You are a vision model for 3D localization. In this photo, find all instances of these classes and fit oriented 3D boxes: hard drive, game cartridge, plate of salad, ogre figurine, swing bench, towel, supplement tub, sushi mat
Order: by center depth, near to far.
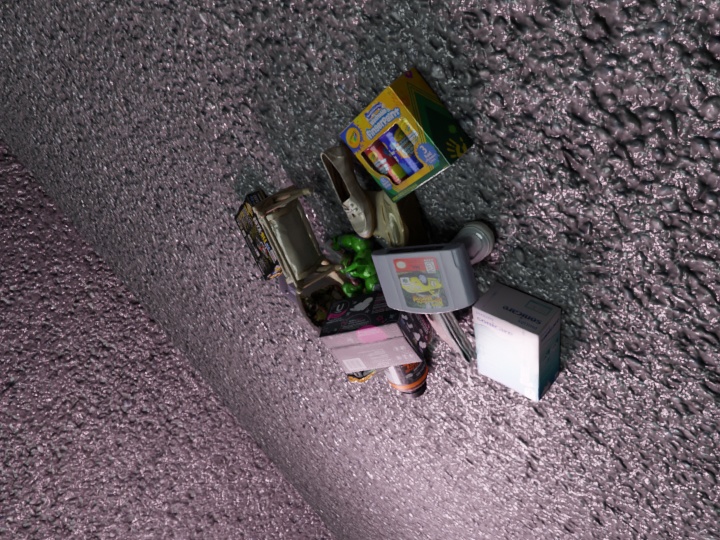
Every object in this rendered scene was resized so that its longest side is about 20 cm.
[{"bbox_3d":[0.122,0.018,1.316,0.199,0.041,0.134,-4,118,36],"label":"game cartridge"},{"bbox_3d":[0.161,0.088,1.465,0.201,0.032,0.191,58,175,-20],"label":"towel"},{"bbox_3d":[0.000,0.000,1.564,0.098,0.201,0.120,9,158,-26],"label":"ogre figurine"},{"bbox_3d":[-0.149,-0.076,1.566,0.200,0.129,0.200,66,168,-14],"label":"swing bench"},{"bbox_3d":[-0.065,0.082,1.626,0.200,0.200,0.048,47,124,0],"label":"plate of salad"},{"bbox_3d":[-0.025,0.036,1.694,0.200,0.012,0.096,33,163,31],"label":"sushi mat"},{"bbox_3d":[0.105,0.224,1.706,0.107,0.107,0.201,15,139,44],"label":"supplement tub"},{"bbox_3d":[-0.170,0.023,1.890,0.135,0.042,0.201,34,148,22],"label":"hard drive"}]

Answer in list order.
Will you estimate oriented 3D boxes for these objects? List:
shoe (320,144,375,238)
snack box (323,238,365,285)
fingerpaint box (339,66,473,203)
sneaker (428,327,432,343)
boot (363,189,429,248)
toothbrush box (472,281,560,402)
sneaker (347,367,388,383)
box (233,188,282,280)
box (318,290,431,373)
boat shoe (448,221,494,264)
[{"bbox_3d":[-0.027,-0.156,1.387,0.070,0.053,0.201,-32,75,52],"label":"shoe"},{"bbox_3d":[-0.009,0.007,1.672,0.200,0.024,0.072,38,151,16],"label":"snack box"},{"bbox_3d":[0.074,-0.231,1.216,0.167,0.073,0.200,51,151,-7],"label":"fingerpaint box"},{"bbox_3d":[0.109,0.091,1.593,0.201,0.072,0.085,63,-179,-33],"label":"sneaker"},{"bbox_3d":[0.058,-0.073,1.409,0.155,0.073,0.201,4,114,52],"label":"boot"},{"bbox_3d":[0.306,0.140,1.351,0.146,0.085,0.201,24,144,36],"label":"toothbrush box"},{"bbox_3d":[0.006,0.223,1.662,0.078,0.078,0.200,65,153,1],"label":"sneaker"},{"bbox_3d":[-0.255,-0.089,1.807,0.201,0.049,0.160,62,150,7],"label":"box"},{"bbox_3d":[0.035,0.131,1.505,0.199,0.115,0.132,-13,128,30],"label":"box"},{"bbox_3d":[0.188,-0.024,1.321,0.070,0.071,0.201,45,152,3],"label":"boat shoe"}]
